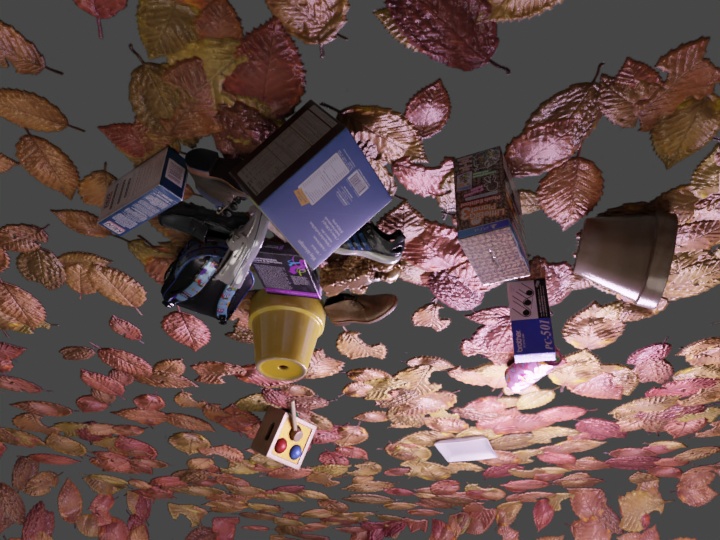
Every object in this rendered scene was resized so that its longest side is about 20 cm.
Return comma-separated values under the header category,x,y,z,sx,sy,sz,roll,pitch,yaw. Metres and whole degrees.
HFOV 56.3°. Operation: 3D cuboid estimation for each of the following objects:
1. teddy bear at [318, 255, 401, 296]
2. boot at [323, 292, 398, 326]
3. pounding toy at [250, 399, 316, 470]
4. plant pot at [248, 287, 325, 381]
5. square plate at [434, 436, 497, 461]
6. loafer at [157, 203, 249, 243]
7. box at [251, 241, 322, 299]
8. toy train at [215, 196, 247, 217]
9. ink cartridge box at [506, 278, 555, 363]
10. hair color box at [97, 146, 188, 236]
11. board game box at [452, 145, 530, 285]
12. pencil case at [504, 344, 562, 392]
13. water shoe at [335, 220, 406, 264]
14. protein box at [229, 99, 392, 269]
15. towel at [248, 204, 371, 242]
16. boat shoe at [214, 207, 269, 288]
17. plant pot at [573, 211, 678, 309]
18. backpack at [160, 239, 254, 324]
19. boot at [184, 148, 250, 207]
category,x,y,z,sx,sy,sz,roll,pitch,yaw
teddy bear,0.000,0.000,1.581,0.199,0.067,0.145,-22,148,20
boot,-0.003,0.088,1.694,0.199,0.074,0.076,-14,132,26
pounding toy,-0.246,0.542,2.262,0.142,0.201,0.184,7,158,48
plant pot,-0.192,0.169,1.712,0.199,0.190,0.201,1,146,1
square plate,0.395,0.663,2.509,0.198,0.029,0.198,-11,142,18
loafer,-0.337,-0.096,1.448,0.199,0.071,0.068,8,144,-7
box,-0.175,0.000,1.577,0.142,0.036,0.200,6,151,13
toy train,-0.241,-0.170,1.368,0.046,0.034,0.200,37,132,-18
ink cartridge box,0.402,0.117,1.588,0.093,0.201,0.044,-6,144,12
hair color box,-0.434,-0.155,1.346,0.199,0.101,0.060,-22,140,31
board game box,0.250,-0.103,1.288,0.096,0.201,0.160,-13,141,21
pencil case,0.487,0.273,1.910,0.087,0.088,0.200,12,144,-13
water shoe,-0.002,-0.075,1.431,0.198,0.072,0.079,12,115,-14
protein box,-0.087,-0.152,1.220,0.200,0.135,0.199,-42,137,-2
towel,-0.106,-0.113,1.445,0.199,0.032,0.191,-21,138,28
boat shoe,-0.248,-0.053,1.401,0.066,0.074,0.201,19,109,-19
plant pot,0.543,-0.037,1.399,0.172,0.201,0.201,14,147,15
backpack,-0.339,0.006,1.537,0.182,0.135,0.200,21,133,-26
boot,-0.247,-0.167,1.327,0.199,0.075,0.097,25,151,7
